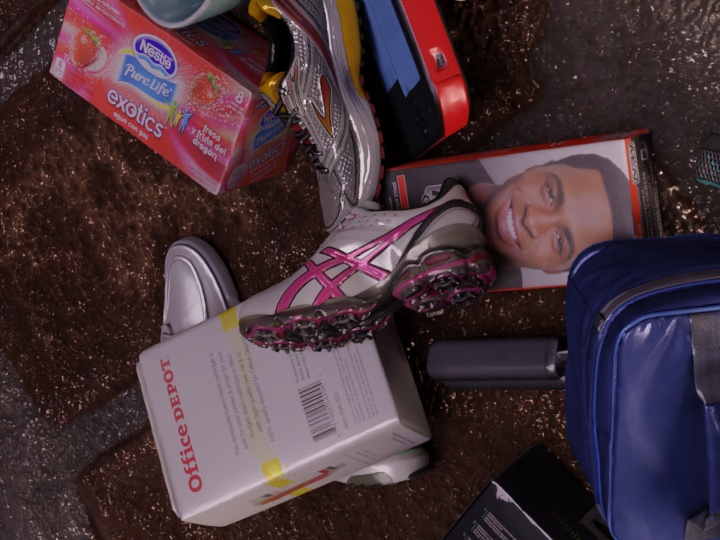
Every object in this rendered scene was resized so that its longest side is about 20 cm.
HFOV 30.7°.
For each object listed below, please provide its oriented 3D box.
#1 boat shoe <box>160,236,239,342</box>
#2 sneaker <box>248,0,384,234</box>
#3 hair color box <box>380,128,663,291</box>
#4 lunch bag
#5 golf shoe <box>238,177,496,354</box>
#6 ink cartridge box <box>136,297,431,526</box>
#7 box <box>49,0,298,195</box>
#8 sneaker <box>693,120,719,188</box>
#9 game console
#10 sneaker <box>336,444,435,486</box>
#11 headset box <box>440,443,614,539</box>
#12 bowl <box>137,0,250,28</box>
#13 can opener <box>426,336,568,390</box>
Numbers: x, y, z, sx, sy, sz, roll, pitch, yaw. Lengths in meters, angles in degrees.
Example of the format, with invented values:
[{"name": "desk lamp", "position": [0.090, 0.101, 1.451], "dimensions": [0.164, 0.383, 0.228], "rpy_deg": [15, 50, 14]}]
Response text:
[{"name": "boat shoe", "position": [-0.144, 0.074, 1.159], "dimensions": [0.073, 0.065, 0.203], "rpy_deg": [-8, 98, 33]}, {"name": "sneaker", "position": [-0.038, -0.123, 0.995], "dimensions": [0.078, 0.081, 0.203], "rpy_deg": [2, 106, 64]}, {"name": "hair color box", "position": [0.118, -0.040, 0.971], "dimensions": [0.198, 0.061, 0.103], "rpy_deg": [-6, 98, 32]}, {"name": "lunch bag", "position": [0.211, 0.089, 0.866], "dimensions": [0.134, 0.133, 0.203], "rpy_deg": [-7, 113, -2]}, {"name": "golf shoe", "position": [0.000, 0.000, 0.965], "dimensions": [0.197, 0.073, 0.093], "rpy_deg": [-19, 64, 13]}, {"name": "ink cartridge box", "position": [-0.063, 0.099, 1.047], "dimensions": [0.198, 0.083, 0.147], "rpy_deg": [-25, 67, 14]}, {"name": "box", "position": [-0.145, -0.161, 1.081], "dimensions": [0.199, 0.102, 0.096], "rpy_deg": [36, 120, 21]}, {"name": "sneaker", "position": [0.299, -0.029, 0.867], "dimensions": [0.201, 0.077, 0.091], "rpy_deg": [56, 138, 13]}, {"name": "game console", "position": [0.019, -0.184, 0.950], "dimensions": [0.031, 0.177, 0.203], "rpy_deg": [-20, 90, -11]}, {"name": "sneaker", "position": [-0.030, 0.133, 1.110], "dimensions": [0.197, 0.077, 0.090], "rpy_deg": [-4, 87, 27]}, {"name": "headset box", "position": [0.133, 0.262, 1.016], "dimensions": [0.174, 0.092, 0.201], "rpy_deg": [43, 120, 16]}, {"name": "bowl", "position": [-0.101, -0.287, 1.001], "dimensions": [0.200, 0.104, 0.204], "rpy_deg": [13, 106, 53]}, {"name": "can opener", "position": [0.146, 0.054, 0.994], "dimensions": [0.198, 0.053, 0.068], "rpy_deg": [-4, 68, 33]}]
